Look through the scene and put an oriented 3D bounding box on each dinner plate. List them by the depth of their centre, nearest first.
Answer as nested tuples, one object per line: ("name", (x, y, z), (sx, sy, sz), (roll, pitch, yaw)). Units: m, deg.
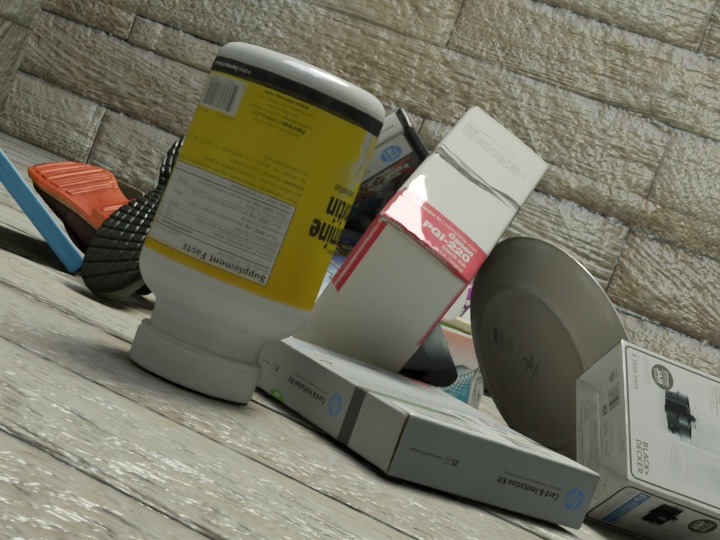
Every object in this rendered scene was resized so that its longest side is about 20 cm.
("dinner plate", (0.142, 0.072, 1.119), (0.024, 0.202, 0.200), (-18, 24, -29))

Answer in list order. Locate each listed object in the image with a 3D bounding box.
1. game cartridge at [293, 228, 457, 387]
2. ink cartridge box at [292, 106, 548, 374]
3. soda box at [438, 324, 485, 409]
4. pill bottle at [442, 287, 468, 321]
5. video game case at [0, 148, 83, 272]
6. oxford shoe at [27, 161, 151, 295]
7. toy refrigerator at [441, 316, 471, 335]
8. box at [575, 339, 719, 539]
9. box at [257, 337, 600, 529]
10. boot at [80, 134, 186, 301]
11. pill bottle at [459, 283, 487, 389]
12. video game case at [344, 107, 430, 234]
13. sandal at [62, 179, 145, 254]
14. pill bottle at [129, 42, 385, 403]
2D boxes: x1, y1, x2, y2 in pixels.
("game cartridge", (-0.013, 0.026, 1.157), (0.199, 0.134, 0.041), (10, -36, -43))
("ink cartridge box", (0.048, -0.016, 1.094), (0.085, 0.146, 0.200), (37, 38, 0))
("soda box", (0.032, 0.071, 1.287), (0.199, 0.069, 0.063), (19, 0, -42))
("pill bottle", (0.000, 0.000, 1.408), (0.198, 0.121, 0.119), (2, -8, 29))
("video game case", (-0.300, -0.072, 1.264), (0.144, 0.018, 0.200), (55, -8, -16))
("oxford shoe", (-0.241, -0.042, 1.278), (0.071, 0.073, 0.200), (-11, 31, -36))
("toy refrigerator", (0.028, 0.059, 1.516), (0.199, 0.077, 0.070), (23, 2, 13))
("box", (0.248, 0.140, 1.002), (0.198, 0.117, 0.060), (20, -40, -19))
("box", (0.034, 0.099, 0.928), (0.155, 0.042, 0.200), (21, 3, -32))
("boot", (-0.146, -0.009, 1.181), (0.067, 0.200, 0.131), (9, -48, 24))
("pill bottle", (0.146, 0.080, 1.733), (0.112, 0.113, 0.200), (21, 2, -24))
("video game case", (-0.007, -0.035, 1.228), (0.026, 0.180, 0.200), (64, 7, 33))
("sandal", (-0.194, -0.024, 1.374), (0.198, 0.082, 0.055), (20, -15, -16))
("pill bottle", (-0.068, -0.028, 0.876), (0.111, 0.202, 0.112), (21, 2, -1))
